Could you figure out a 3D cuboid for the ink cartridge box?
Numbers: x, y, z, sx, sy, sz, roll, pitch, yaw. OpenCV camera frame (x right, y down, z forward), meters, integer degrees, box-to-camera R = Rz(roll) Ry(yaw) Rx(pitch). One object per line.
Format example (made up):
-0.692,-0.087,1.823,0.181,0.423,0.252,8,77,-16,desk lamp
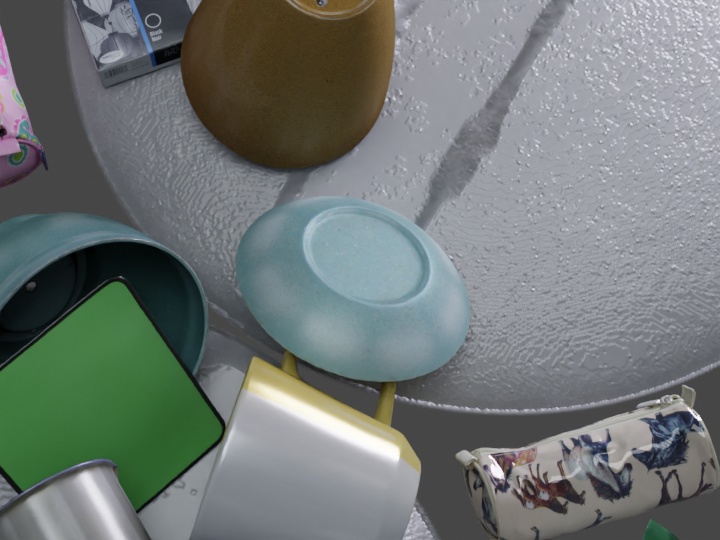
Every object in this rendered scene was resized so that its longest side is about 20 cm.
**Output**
-0.219,-0.271,1.319,0.099,0.039,0.201,-21,72,-7,ink cartridge box

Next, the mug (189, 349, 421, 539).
-0.031,0.144,1.126,0.152,0.149,0.188,19,93,-3,mug

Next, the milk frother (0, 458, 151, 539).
-0.185,0.230,1.003,0.180,0.200,0.189,-20,69,-42,milk frother

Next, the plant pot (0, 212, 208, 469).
-0.237,0.036,1.147,0.200,0.201,0.134,-39,46,-13,plant pot

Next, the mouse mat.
-0.200,0.115,1.120,0.161,0.201,0.008,-40,41,-14,mouse mat

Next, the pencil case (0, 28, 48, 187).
-0.336,-0.166,1.256,0.087,0.088,0.201,-21,71,-8,pencil case

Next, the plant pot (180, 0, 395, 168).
-0.047,-0.204,1.197,0.185,0.200,0.188,3,75,-11,plant pot

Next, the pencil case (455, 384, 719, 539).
0.178,0.156,1.158,0.198,0.078,0.090,-14,94,-6,pencil case

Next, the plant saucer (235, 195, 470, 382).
0.000,0.000,1.181,0.199,0.039,0.202,11,45,-11,plant saucer

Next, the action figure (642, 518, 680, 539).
0.224,0.308,1.125,0.118,0.055,0.201,33,78,7,action figure
